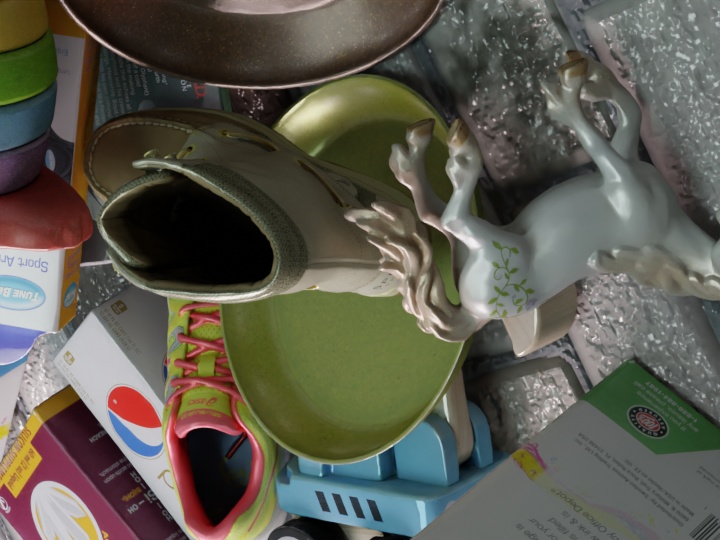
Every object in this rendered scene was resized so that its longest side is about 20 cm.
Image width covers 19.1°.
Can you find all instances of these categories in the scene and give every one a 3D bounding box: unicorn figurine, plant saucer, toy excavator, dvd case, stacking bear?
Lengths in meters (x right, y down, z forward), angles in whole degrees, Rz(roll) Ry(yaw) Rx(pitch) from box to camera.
[{"bbox_3d":[0.105,-0.027,0.990,0.199,0.074,0.138,-22,102,14],"label":"unicorn figurine"},{"bbox_3d":[0.000,0.000,1.108,0.199,0.031,0.201,-8,79,47],"label":"plant saucer"},{"bbox_3d":[0.032,0.079,1.142,0.194,0.100,0.201,4,108,41],"label":"toy excavator"},{"bbox_3d":[-0.166,-0.072,1.146,0.199,0.022,0.147,-7,102,11],"label":"dvd case"},{"bbox_3d":[-0.196,-0.118,1.018,0.114,0.121,0.201,-139,47,-55],"label":"stacking bear"},{"bbox_3d":[-0.054,-0.161,1.038,0.200,0.199,0.037,-43,39,49],"label":"plant saucer"}]

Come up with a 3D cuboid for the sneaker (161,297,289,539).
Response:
[{"bbox_3d":[-0.076,0.062,1.195,0.078,0.090,0.201,-6,92,13],"label":"sneaker"}]

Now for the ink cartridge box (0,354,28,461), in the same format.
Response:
[{"bbox_3d":[-0.332,0.081,1.447,0.147,0.146,0.201,40,137,19],"label":"ink cartridge box"}]

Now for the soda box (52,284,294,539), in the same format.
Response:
[{"bbox_3d":[-0.094,0.103,1.293,0.200,0.064,0.068,51,138,6],"label":"soda box"}]

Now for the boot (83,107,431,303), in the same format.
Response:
[{"bbox_3d":[-0.083,-0.033,1.031,0.199,0.154,0.072,20,103,27],"label":"boot"}]

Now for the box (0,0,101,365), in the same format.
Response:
[{"bbox_3d":[-0.204,-0.053,1.126,0.118,0.041,0.201,10,107,7],"label":"box"}]

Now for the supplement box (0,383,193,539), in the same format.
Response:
[{"bbox_3d":[-0.133,0.170,1.355,0.200,0.086,0.110,49,138,9],"label":"supplement box"}]

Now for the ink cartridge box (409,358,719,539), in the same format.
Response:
[{"bbox_3d":[0.114,0.155,1.018,0.145,0.200,0.088,39,136,19],"label":"ink cartridge box"}]
